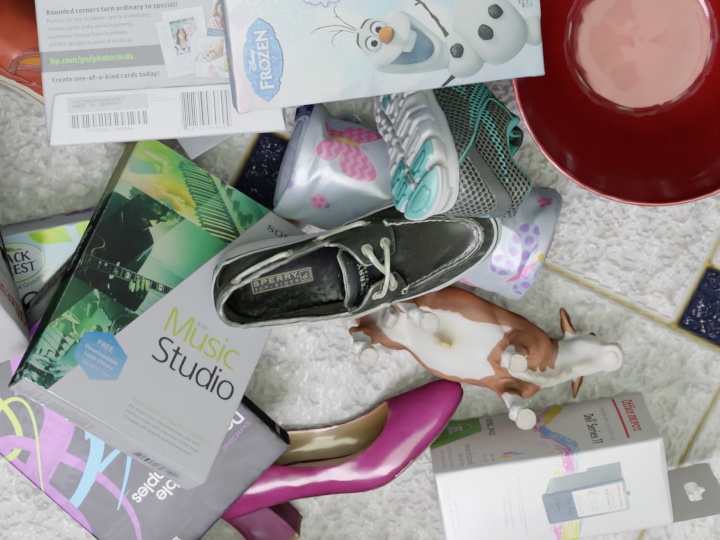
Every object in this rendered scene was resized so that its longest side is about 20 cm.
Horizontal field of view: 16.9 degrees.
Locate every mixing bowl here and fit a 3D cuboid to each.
[{"bbox_3d":[0.196,-0.152,1.643,0.199,0.108,0.201,0,103,-2],"label":"mixing bowl"}]

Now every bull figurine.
[{"bbox_3d":[0.084,0.052,1.685,0.199,0.121,0.065,17,105,1],"label":"bull figurine"}]

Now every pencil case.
[{"bbox_3d":[0.038,-0.048,1.674,0.199,0.091,0.083,21,120,-5],"label":"pencil case"}]

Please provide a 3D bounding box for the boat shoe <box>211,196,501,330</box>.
[{"bbox_3d":[0.000,0.000,1.604,0.199,0.064,0.071,-17,108,0],"label":"boat shoe"}]

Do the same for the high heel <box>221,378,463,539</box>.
[{"bbox_3d":[-0.027,0.117,1.715,0.200,0.067,0.096,-37,108,9],"label":"high heel"}]

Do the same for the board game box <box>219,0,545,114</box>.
[{"bbox_3d":[0.007,-0.210,1.516,0.198,0.043,0.201,-8,103,-8],"label":"board game box"}]

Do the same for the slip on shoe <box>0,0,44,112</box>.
[{"bbox_3d":[-0.221,-0.155,1.617,0.061,0.074,0.200,-30,134,30],"label":"slip on shoe"}]

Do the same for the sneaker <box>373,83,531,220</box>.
[{"bbox_3d":[0.063,-0.100,1.623,0.091,0.200,0.078,11,133,-18],"label":"sneaker"}]

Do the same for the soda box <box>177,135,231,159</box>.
[{"bbox_3d":[-0.049,-0.154,1.621,0.200,0.063,0.068,-28,104,29],"label":"soda box"}]

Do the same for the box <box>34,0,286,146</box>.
[{"bbox_3d":[-0.130,-0.185,1.549,0.155,0.041,0.201,-5,104,-2],"label":"box"}]

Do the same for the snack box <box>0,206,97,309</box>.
[{"bbox_3d":[-0.230,0.038,1.702,0.199,0.053,0.143,-12,101,0],"label":"snack box"}]

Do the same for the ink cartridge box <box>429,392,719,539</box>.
[{"bbox_3d":[0.151,0.139,1.699,0.199,0.117,0.068,-9,103,0],"label":"ink cartridge box"}]

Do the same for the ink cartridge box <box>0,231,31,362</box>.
[{"bbox_3d":[-0.290,-0.042,1.596,0.083,0.147,0.201,-18,72,-1],"label":"ink cartridge box"}]

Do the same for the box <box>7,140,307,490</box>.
[{"bbox_3d":[-0.131,0.026,1.633,0.144,0.036,0.200,31,62,-18],"label":"box"}]

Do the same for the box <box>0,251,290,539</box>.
[{"bbox_3d":[-0.167,0.103,1.674,0.200,0.036,0.143,42,96,-12],"label":"box"}]
